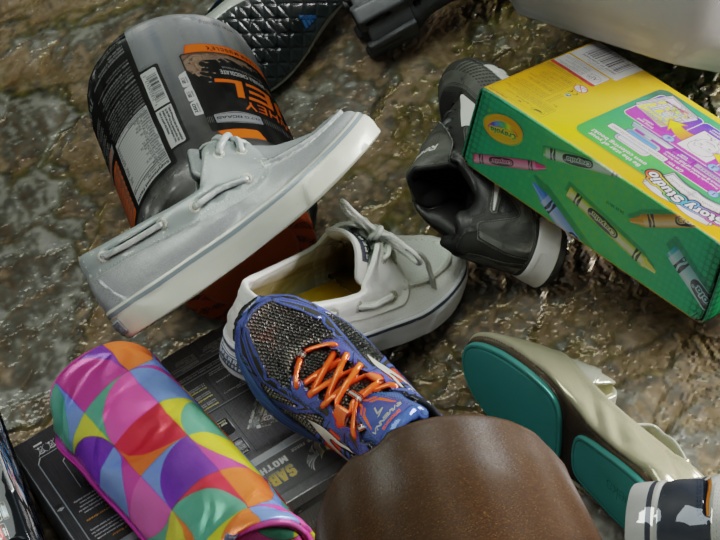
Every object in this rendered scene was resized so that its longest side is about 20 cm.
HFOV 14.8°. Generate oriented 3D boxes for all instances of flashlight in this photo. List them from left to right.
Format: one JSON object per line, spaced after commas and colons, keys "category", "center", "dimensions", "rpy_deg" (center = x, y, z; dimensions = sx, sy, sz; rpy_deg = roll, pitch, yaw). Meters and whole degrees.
{"category": "flashlight", "center": [0.084, -0.216, 1.948], "dimensions": [0.199, 0.068, 0.068], "rpy_deg": [-28, 37, -2]}

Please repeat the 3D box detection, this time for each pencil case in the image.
{"category": "pencil case", "center": [-0.106, 0.124, 1.600], "dimensions": [0.088, 0.089, 0.200], "rpy_deg": [-32, 46, -13]}

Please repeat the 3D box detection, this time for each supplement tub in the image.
{"category": "supplement tub", "center": [-0.101, -0.067, 1.820], "dimensions": [0.122, 0.123, 0.200], "rpy_deg": [-22, 45, -3]}

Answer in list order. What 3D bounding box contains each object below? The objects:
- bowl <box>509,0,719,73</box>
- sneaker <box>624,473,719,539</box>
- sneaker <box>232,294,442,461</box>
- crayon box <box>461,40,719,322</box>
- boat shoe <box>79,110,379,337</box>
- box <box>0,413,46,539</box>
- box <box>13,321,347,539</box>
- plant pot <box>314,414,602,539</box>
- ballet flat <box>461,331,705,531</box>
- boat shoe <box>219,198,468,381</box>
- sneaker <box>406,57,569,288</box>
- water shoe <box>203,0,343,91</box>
{"category": "bowl", "center": [0.189, -0.182, 1.815], "dimensions": [0.199, 0.199, 0.075], "rpy_deg": [22, 101, 31]}
{"category": "sneaker", "center": [0.201, 0.147, 1.479], "dimensions": [0.079, 0.200, 0.079], "rpy_deg": [-3, 84, 19]}
{"category": "sneaker", "center": [0.009, 0.083, 1.603], "dimensions": [0.200, 0.078, 0.075], "rpy_deg": [40, 75, 3]}
{"category": "crayon box", "center": [0.176, -0.058, 1.711], "dimensions": [0.200, 0.059, 0.118], "rpy_deg": [36, 40, 29]}
{"category": "boat shoe", "center": [-0.081, -0.044, 1.674], "dimensions": [0.200, 0.072, 0.070], "rpy_deg": [-38, 3, -8]}
{"category": "box", "center": [-0.219, 0.121, 1.592], "dimensions": [0.046, 0.200, 0.160], "rpy_deg": [-21, 70, -6]}
{"category": "box", "center": [-0.091, 0.119, 1.691], "dimensions": [0.199, 0.048, 0.158], "rpy_deg": [-31, 47, -12]}
{"category": "plant pot", "center": [0.064, 0.195, 1.478], "dimensions": [0.199, 0.201, 0.199], "rpy_deg": [-18, 36, 1]}
{"category": "ballet flat", "center": [0.139, 0.096, 1.634], "dimensions": [0.069, 0.070, 0.200], "rpy_deg": [-33, 48, -14]}
{"category": "boat shoe", "center": [-0.004, -0.002, 1.705], "dimensions": [0.201, 0.087, 0.075], "rpy_deg": [-20, 44, -40]}
{"category": "sneaker", "center": [0.068, -0.073, 1.788], "dimensions": [0.090, 0.067, 0.201], "rpy_deg": [10, 40, -24]}
{"category": "water shoe", "center": [-0.066, -0.182, 1.974], "dimensions": [0.200, 0.072, 0.079], "rpy_deg": [-43, 22, -20]}
